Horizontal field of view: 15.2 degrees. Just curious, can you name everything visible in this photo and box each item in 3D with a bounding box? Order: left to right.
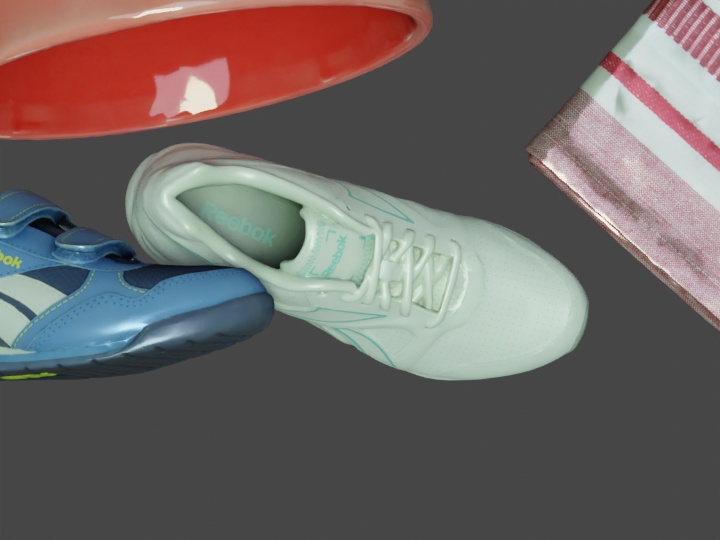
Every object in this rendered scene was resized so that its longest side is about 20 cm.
[{"bbox_3d":[-0.132,0.003,1.077,0.199,0.074,0.083,-2,83,14],"label":"sneaker"},{"bbox_3d":[-0.083,-0.160,1.043,0.200,0.200,0.178,-10,83,-5],"label":"plant pot"},{"bbox_3d":[0.000,0.000,1.105,0.200,0.080,0.071,16,89,-7],"label":"sneaker"},{"bbox_3d":[0.186,-0.077,1.147,0.144,0.023,0.200,41,87,-3],"label":"towel"}]
